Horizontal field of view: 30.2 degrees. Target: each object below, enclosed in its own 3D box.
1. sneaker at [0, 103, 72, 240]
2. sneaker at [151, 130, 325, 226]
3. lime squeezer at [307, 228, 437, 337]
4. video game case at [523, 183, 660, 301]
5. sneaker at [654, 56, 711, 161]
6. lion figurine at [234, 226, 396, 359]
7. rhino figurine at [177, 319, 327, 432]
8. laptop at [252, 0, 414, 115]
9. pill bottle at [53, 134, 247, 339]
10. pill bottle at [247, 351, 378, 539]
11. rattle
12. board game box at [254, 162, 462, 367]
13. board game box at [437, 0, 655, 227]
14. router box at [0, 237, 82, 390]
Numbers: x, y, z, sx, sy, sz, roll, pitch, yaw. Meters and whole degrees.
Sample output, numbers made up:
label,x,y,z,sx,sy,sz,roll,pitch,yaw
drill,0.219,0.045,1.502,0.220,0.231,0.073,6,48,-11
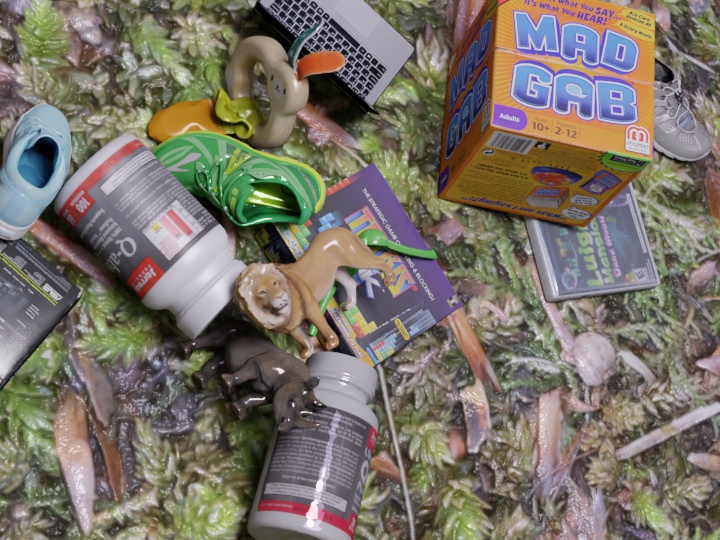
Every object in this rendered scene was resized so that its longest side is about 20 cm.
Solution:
label,x,y,z,sx,sy,sz,roll,pitch,yaw
sneaker,-0.319,-0.115,1.345,0.074,0.082,0.201,34,34,-25
sneaker,-0.137,-0.097,1.439,0.198,0.075,0.084,12,30,2
lime squeezer,0.001,-0.003,1.482,0.200,0.038,0.071,-32,121,-35
video game case,0.292,-0.065,1.731,0.181,0.023,0.201,-6,75,-30
sneaker,0.413,-0.232,1.822,0.200,0.082,0.075,44,58,-8
lion figurine,-0.048,0.008,1.387,0.123,0.072,0.200,57,44,-16
rhino figurine,-0.101,0.110,1.375,0.087,0.200,0.060,-29,130,-27
laptop,-0.023,-0.288,1.583,0.187,0.116,0.200,42,58,-10
pill bottle,-0.210,-0.033,1.380,0.200,0.116,0.116,46,57,-1
pill bottle,-0.043,0.193,1.401,0.110,0.111,0.201,24,63,-19
rattle,-0.126,-0.202,1.440,0.142,0.200,0.131,8,82,-29
board game box,0.000,0.000,1.527,0.165,0.057,0.201,-33,90,-32
board game box,0.222,-0.197,1.613,0.198,0.200,0.201,11,66,-11
router box,-0.395,0.018,1.299,0.200,0.062,0.150,43,57,-9
